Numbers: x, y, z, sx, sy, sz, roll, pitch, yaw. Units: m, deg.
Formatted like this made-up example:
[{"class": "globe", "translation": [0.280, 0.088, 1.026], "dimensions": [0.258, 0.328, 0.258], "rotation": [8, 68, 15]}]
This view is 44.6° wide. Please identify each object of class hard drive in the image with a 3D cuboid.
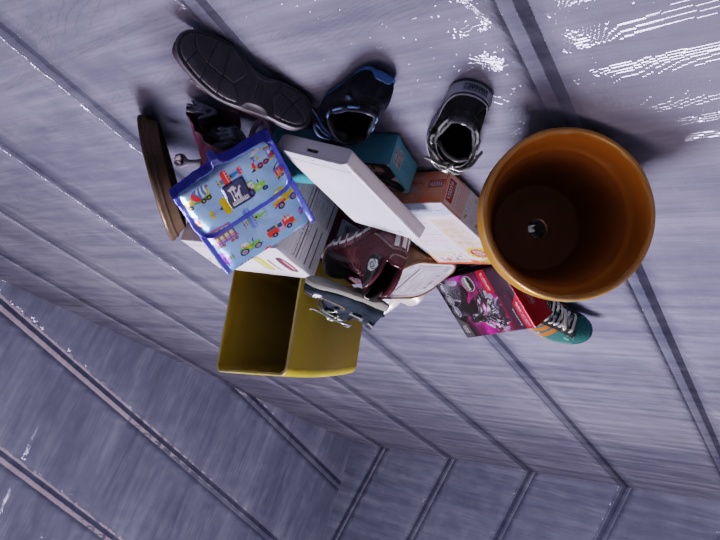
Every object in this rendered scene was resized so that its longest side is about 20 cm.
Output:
[{"class": "hard drive", "translation": [-0.010, -0.112, 1.200], "dimensions": [0.132, 0.027, 0.200], "rotation": [19, 166, 40]}]

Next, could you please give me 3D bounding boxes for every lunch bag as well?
[{"class": "lunch bag", "translation": [-0.167, -0.107, 1.191], "dimensions": [0.094, 0.150, 0.200], "rotation": [56, 175, 28]}]

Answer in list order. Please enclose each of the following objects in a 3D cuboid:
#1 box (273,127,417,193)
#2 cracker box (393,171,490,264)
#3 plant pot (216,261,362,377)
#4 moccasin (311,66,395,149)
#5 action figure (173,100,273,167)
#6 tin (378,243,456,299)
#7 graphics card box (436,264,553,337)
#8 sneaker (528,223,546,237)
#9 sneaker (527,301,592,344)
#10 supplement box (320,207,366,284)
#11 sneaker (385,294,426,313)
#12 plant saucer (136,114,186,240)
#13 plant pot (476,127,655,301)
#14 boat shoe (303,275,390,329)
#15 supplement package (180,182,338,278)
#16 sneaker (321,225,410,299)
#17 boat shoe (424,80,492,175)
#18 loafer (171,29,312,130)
[{"class": "box", "translation": [-0.027, -0.157, 1.245], "dimensions": [0.200, 0.049, 0.082], "rotation": [8, 159, 28]}, {"class": "cracker box", "translation": [0.126, -0.076, 1.321], "dimensions": [0.134, 0.058, 0.200], "rotation": [3, 157, 41]}, {"class": "plant pot", "translation": [-0.105, 0.094, 1.507], "dimensions": [0.176, 0.200, 0.200], "rotation": [19, 164, -39]}, {"class": "moccasin", "translation": [-0.020, -0.192, 1.107], "dimensions": [0.080, 0.068, 0.200], "rotation": [21, 163, -9]}, {"class": "action figure", "translation": [-0.207, -0.157, 1.299], "dimensions": [0.149, 0.134, 0.200], "rotation": [-5, 140, -9]}, {"class": "tin", "translation": [0.087, 0.003, 1.458], "dimensions": [0.112, 0.042, 0.200], "rotation": [-46, 155, 25]}, {"class": "graphics card box", "translation": [0.223, 0.045, 1.503], "dimensions": [0.126, 0.051, 0.200], "rotation": [58, 153, -9]}, {"class": "sneaker", "translation": [0.293, -0.009, 1.314], "dimensions": [0.200, 0.071, 0.080], "rotation": [31, 161, -32]}, {"class": "sneaker", "translation": [0.326, 0.077, 1.551], "dimensions": [0.200, 0.071, 0.080], "rotation": [21, 166, -4]}, {"class": "supplement box", "translation": [-0.064, -0.044, 1.517], "dimensions": [0.131, 0.103, 0.200], "rotation": [31, 157, -35]}, {"class": "sneaker", "translation": [0.048, 0.031, 1.708], "dimensions": [0.088, 0.075, 0.200], "rotation": [39, 150, -19]}, {"class": "plant saucer", "translation": [-0.306, -0.146, 1.363], "dimensions": [0.029, 0.200, 0.200], "rotation": [-15, 163, -7]}, {"class": "plant pot", "translation": [0.236, -0.062, 1.089], "dimensions": [0.200, 0.200, 0.183], "rotation": [18, 178, 0]}, {"class": "boat shoe", "translation": [-0.028, 0.054, 1.399], "dimensions": [0.075, 0.062, 0.200], "rotation": [33, -173, 31]}, {"class": "supplement package", "translation": [-0.158, -0.085, 1.403], "dimensions": [0.200, 0.156, 0.111], "rotation": [6, 158, 34]}, {"class": "sneaker", "translation": [0.000, 0.000, 1.326], "dimensions": [0.076, 0.116, 0.200], "rotation": [25, 146, -27]}, {"class": "boat shoe", "translation": [0.117, -0.155, 1.085], "dimensions": [0.074, 0.068, 0.199], "rotation": [19, 162, -3]}, {"class": "loafer", "translation": [-0.157, -0.234, 1.121], "dimensions": [0.200, 0.072, 0.063], "rotation": [27, 166, -29]}]
